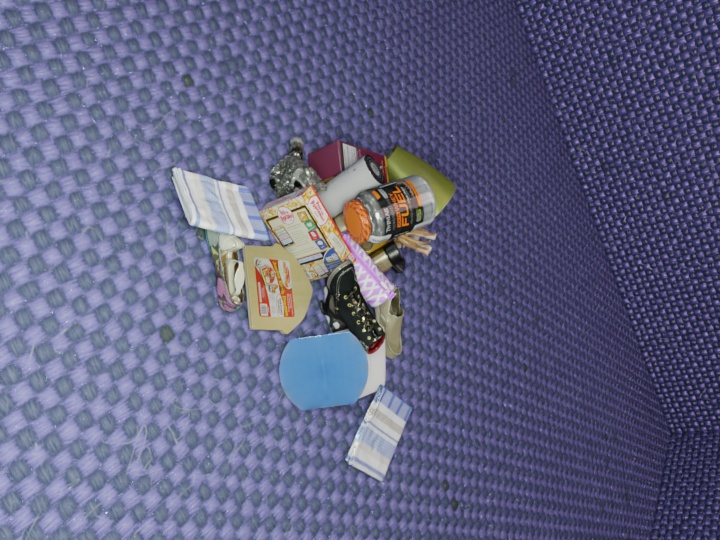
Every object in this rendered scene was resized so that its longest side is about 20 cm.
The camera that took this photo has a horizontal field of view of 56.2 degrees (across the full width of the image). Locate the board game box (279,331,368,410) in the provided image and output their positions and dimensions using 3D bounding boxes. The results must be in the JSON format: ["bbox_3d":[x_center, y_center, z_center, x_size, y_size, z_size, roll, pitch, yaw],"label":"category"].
[{"bbox_3d":[-0.080,0.217,1.484,0.039,0.194,0.163,-120,-157,-81],"label":"board game box"}]

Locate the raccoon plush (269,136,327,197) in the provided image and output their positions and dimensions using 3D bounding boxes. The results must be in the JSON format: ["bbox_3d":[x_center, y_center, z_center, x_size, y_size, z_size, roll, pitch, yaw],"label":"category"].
[{"bbox_3d":[-0.135,-0.248,1.564,0.096,0.132,0.205,22,62,-44],"label":"raccoon plush"}]

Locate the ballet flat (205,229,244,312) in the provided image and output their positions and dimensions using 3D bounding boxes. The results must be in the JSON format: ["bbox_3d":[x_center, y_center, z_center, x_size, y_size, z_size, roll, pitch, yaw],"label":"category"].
[{"bbox_3d":[-0.266,-0.019,1.373,0.068,0.070,0.206,-1,79,-51],"label":"ballet flat"}]

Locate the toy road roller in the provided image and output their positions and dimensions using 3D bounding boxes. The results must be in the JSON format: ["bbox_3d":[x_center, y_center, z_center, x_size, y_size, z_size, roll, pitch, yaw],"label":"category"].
[{"bbox_3d":[0.013,-0.081,1.697,0.202,0.121,0.147,57,7,-22],"label":"toy road roller"}]

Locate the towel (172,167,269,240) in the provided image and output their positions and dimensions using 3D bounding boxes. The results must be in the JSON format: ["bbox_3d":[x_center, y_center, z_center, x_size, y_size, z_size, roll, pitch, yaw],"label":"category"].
[{"bbox_3d":[-0.282,-0.133,1.367,0.198,0.024,0.149,12,43,-48],"label":"towel"}]

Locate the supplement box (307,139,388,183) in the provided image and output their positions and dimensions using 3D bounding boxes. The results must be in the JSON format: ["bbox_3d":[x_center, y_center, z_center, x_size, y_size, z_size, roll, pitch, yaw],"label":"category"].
[{"bbox_3d":[-0.028,-0.257,1.725,0.198,0.109,0.088,6,73,-50],"label":"supplement box"}]

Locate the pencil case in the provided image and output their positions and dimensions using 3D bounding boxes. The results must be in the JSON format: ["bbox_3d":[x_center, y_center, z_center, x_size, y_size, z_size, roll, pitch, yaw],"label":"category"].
[{"bbox_3d":[0.000,0.000,1.600,0.200,0.085,0.084,46,73,-19],"label":"pencil case"}]

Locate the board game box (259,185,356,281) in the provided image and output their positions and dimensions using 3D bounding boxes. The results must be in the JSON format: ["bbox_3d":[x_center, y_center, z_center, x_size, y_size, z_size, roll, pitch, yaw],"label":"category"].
[{"bbox_3d":[-0.119,-0.077,1.515,0.202,0.149,0.047,59,43,-21],"label":"board game box"}]

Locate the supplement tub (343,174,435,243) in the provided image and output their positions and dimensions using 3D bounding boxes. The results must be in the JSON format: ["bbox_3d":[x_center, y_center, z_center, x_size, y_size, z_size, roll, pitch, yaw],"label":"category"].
[{"bbox_3d":[0.066,-0.137,1.554,0.196,0.122,0.125,-21,95,-25],"label":"supplement tub"}]

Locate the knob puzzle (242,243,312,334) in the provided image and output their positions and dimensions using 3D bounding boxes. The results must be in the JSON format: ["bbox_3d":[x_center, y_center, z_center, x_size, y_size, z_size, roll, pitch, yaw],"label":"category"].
[{"bbox_3d":[-0.183,0.042,1.492,0.217,0.030,0.226,22,61,-46],"label":"knob puzzle"}]

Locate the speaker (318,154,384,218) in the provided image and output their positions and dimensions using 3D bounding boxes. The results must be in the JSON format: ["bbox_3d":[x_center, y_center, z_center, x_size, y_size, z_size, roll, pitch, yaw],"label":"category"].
[{"bbox_3d":[-0.042,-0.189,1.606,0.081,0.198,0.082,43,28,-30],"label":"speaker"}]

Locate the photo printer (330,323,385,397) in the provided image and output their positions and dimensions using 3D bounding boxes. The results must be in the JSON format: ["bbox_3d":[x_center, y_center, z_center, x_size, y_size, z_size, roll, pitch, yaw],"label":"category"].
[{"bbox_3d":[-0.019,0.219,1.591,0.198,0.068,0.171,-8,100,-53],"label":"photo printer"}]

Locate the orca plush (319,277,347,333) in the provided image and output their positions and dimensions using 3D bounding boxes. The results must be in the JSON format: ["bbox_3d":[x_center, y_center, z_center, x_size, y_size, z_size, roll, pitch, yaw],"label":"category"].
[{"bbox_3d":[-0.040,0.056,1.638,0.104,0.070,0.205,29,57,-43],"label":"orca plush"}]

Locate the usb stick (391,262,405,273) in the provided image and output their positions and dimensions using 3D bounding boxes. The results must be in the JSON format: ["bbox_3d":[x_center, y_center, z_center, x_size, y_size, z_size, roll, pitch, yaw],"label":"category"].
[{"bbox_3d":[0.057,-0.063,1.836,0.199,0.032,0.056,42,42,-36],"label":"usb stick"}]

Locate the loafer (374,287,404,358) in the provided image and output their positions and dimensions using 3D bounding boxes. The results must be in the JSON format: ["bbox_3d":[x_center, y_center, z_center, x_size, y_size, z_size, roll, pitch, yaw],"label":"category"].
[{"bbox_3d":[0.079,0.131,1.760,0.075,0.067,0.206,-19,100,-52],"label":"loafer"}]

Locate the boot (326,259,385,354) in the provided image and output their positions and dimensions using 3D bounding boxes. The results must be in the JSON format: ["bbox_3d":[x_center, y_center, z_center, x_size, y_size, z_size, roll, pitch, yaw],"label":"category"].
[{"bbox_3d":[-0.004,0.081,1.463,0.073,0.205,0.154,-32,65,-20],"label":"boot"}]

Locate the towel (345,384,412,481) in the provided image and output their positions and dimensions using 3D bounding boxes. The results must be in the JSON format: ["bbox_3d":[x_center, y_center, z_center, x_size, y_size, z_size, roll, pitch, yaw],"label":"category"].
[{"bbox_3d":[0.050,0.396,1.631,0.147,0.023,0.203,41,67,-38],"label":"towel"}]

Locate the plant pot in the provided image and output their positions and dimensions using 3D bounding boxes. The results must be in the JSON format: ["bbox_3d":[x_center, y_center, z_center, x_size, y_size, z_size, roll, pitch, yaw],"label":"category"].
[{"bbox_3d":[0.136,-0.245,1.903,0.200,0.186,0.189,44,45,-13],"label":"plant pot"}]

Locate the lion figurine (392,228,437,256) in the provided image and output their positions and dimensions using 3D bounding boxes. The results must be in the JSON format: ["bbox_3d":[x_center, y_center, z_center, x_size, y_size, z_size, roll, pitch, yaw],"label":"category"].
[{"bbox_3d":[0.123,-0.086,1.662,0.200,0.120,0.074,30,82,-84],"label":"lion figurine"}]
